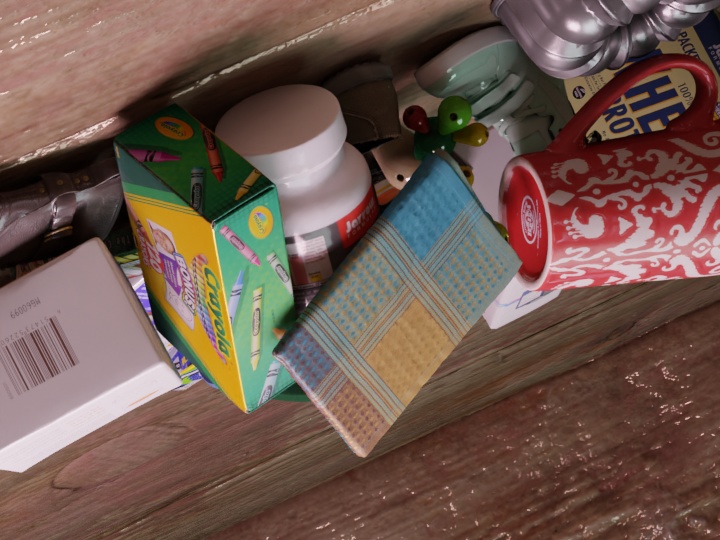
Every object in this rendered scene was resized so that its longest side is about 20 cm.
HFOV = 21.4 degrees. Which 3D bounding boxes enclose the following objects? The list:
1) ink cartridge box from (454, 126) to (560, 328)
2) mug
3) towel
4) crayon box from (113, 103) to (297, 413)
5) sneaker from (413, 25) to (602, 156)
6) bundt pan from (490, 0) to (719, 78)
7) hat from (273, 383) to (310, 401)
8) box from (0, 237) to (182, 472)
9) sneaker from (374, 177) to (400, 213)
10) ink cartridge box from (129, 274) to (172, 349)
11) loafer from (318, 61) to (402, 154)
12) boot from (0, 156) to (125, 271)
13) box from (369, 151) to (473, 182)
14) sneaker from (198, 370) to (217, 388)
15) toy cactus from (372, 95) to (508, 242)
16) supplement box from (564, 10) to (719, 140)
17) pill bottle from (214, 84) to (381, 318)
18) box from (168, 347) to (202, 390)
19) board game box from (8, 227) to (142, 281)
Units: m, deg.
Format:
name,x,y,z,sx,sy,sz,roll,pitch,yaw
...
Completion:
name,x,y,z,sx,sy,sz,roll,pitch,yaw
ink cartridge box,0.138,-0.043,1.846,0.087,0.146,0.200,-25,167,-11
mug,0.216,-0.069,1.533,0.199,0.178,0.133,-9,164,-17
towel,0.029,0.025,1.415,0.200,0.022,0.147,-50,134,-14
crayon box,-0.106,-0.006,1.361,0.058,0.119,0.201,-33,141,-24
sneaker,0.126,-0.128,1.542,0.074,0.119,0.200,-31,165,31
bundt pan,0.204,-0.213,1.454,0.201,0.076,0.202,-24,167,-6
hat,-0.073,0.029,2.023,0.199,0.177,0.166,19,153,-15
box,-0.228,0.067,1.421,0.152,0.107,0.200,-29,175,-6
sneaker,0.000,0.000,1.591,0.200,0.090,0.070,-42,141,-28
ink cartridge box,-0.163,0.008,1.688,0.200,0.044,0.198,-36,165,22
loafer,-0.041,-0.087,1.492,0.075,0.070,0.200,-12,161,-47
boot,-0.263,-0.010,1.370,0.174,0.069,0.200,-14,161,-41
box,-0.003,-0.022,1.726,0.199,0.049,0.160,-21,147,-41
sneaker,-0.121,0.043,1.664,0.082,0.074,0.200,-27,156,-33
toy cactus,0.050,-0.062,1.530,0.102,0.165,0.201,-24,132,-16
supplement box,0.280,-0.134,1.782,0.199,0.135,0.200,-29,167,16
pill bottle,-0.040,-0.029,1.423,0.115,0.116,0.201,-23,125,-12
box,-0.124,0.043,1.851,0.199,0.070,0.064,-31,165,21
board game box,-0.169,-0.017,1.520,0.199,0.024,0.105,-14,168,20
